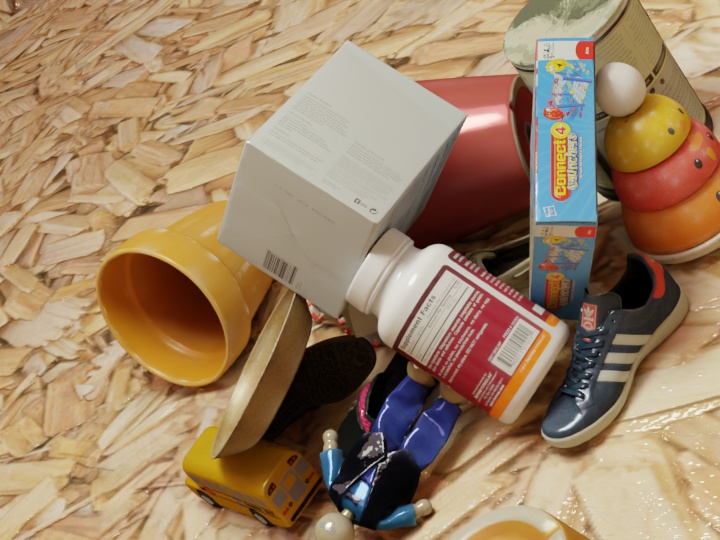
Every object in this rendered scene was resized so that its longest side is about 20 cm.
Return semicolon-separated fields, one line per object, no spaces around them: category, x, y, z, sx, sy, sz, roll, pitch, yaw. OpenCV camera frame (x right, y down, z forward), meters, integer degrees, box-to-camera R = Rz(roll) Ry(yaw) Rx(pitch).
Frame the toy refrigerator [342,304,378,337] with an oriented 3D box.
toy refrigerator;0.000;0.000;1.554;0.075;0.071;0.200;-19;23;-7

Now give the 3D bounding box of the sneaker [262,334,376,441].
sneaker;-0.063;0.122;1.567;0.199;0.071;0.076;-34;10;21

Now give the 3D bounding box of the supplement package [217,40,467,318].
supplement package;-0.018;-0.093;1.423;0.200;0.151;0.151;-51;-11;-41

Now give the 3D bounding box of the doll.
doll;0.019;0.188;1.377;0.136;0.049;0.201;28;74;24

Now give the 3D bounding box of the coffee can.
coffee can;0.261;-0.195;1.486;0.146;0.200;0.147;-28;33;20

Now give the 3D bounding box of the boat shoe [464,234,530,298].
boat shoe;0.131;0.006;1.494;0.199;0.065;0.073;-18;39;25

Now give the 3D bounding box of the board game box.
board game box;0.191;-0.083;1.349;0.055;0.200;0.197;1;62;6

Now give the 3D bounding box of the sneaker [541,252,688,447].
sneaker;0.220;0.068;1.309;0.200;0.085;0.075;-52;32;-18

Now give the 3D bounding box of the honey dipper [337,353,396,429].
honey dipper;0.038;0.099;1.527;0.038;0.038;0.201;-4;45;46

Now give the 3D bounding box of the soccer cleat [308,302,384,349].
soccer cleat;-0.007;0.032;1.635;0.078;0.069;0.200;-45;27;-12

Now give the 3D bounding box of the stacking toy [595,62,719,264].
stacking toy;0.282;-0.117;1.362;0.145;0.200;0.147;-29;33;21

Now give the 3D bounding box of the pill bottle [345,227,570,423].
pill bottle;0.091;0.048;1.352;0.113;0.199;0.113;-54;-8;-12

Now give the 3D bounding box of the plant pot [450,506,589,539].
plant pot;0.141;0.274;1.021;0.199;0.183;0.201;-28;33;20

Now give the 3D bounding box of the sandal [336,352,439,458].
sandal;0.031;0.134;1.452;0.075;0.045;0.201;22;59;17

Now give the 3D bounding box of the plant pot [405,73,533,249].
plant pot;0.116;-0.132;1.596;0.176;0.201;0.201;-12;40;26

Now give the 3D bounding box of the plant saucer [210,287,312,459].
plant saucer;-0.096;0.109;1.454;0.201;0.035;0.200;-61;8;15

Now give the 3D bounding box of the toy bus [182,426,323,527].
toy bus;-0.125;0.218;1.514;0.199;0.078;0.065;7;54;52

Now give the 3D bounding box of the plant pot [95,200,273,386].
plant pot;-0.199;0.011;1.777;0.199;0.201;0.183;-12;25;40
